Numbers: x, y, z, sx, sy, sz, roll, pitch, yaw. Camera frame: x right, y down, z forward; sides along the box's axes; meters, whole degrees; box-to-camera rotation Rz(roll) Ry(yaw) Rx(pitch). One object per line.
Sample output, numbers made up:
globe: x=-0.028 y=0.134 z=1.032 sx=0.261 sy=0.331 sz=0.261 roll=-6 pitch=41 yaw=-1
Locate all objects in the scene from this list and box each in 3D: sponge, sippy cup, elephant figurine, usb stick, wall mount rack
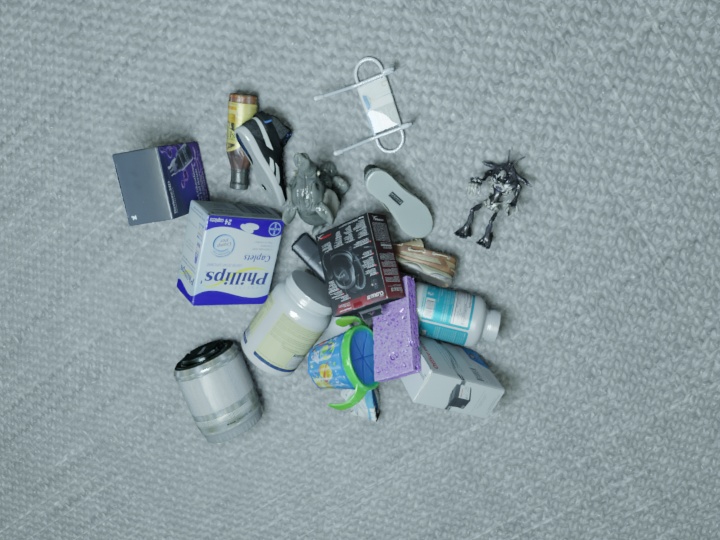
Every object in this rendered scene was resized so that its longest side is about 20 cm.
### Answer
sponge: x=0.072 y=0.123 z=1.289 sx=0.111 sy=0.030 sz=0.203 roll=-24 pitch=60 yaw=42
sippy cup: x=-0.039 y=0.195 z=1.312 sx=0.129 sy=0.178 sz=0.141 roll=-17 pitch=108 yaw=30
elephant figurine: x=-0.106 y=-0.150 z=1.269 sx=0.141 sy=0.200 sz=0.156 roll=-36 pitch=97 yaw=16
usb stick: x=-0.073 y=0.000 z=1.378 sx=0.200 sy=0.055 sz=0.033 roll=46 pitch=149 yaw=0
wall mount rack: x=0.009 y=-0.328 z=1.268 sx=0.172 sy=0.075 sz=0.202 roll=-18 pitch=101 yaw=13

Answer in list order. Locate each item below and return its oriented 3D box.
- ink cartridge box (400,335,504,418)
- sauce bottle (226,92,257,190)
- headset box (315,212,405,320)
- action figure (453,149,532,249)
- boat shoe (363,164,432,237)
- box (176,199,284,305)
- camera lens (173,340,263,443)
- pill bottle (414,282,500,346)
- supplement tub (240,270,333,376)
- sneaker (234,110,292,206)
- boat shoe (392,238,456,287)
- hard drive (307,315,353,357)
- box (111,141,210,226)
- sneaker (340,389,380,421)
ink cartridge box: x=0.183 y=0.223 z=1.314 sx=0.198 sy=0.145 sz=0.084 roll=18 pitch=111 yaw=-27
sauce bottle: x=-0.257 y=-0.276 z=1.329 sx=0.065 sy=0.066 sz=0.203 roll=7 pitch=104 yaw=7
headset box: x=0.000 y=0.000 z=1.291 sx=0.148 sy=0.077 sz=0.203 roll=-21 pitch=78 yaw=34
action figure: x=0.273 y=-0.146 z=1.263 sx=0.118 sy=0.102 sz=0.202 roll=27 pitch=109 yaw=13
boat shoe: x=0.081 y=-0.151 z=1.306 sx=0.071 sy=0.064 sz=0.200 roll=-40 pitch=119 yaw=11
box: x=-0.280 y=-0.035 z=1.328 sx=0.182 sy=0.105 sz=0.203 roll=1 pitch=112 yaw=-38
camera lens: x=-0.332 y=0.277 z=1.443 sx=0.158 sy=0.160 sz=0.202 roll=-18 pitch=102 yaw=13
pill bottle: x=0.198 y=0.099 z=1.335 sx=0.197 sy=0.111 sz=0.112 roll=14 pitch=107 yaw=5
supplement tub: x=-0.155 y=0.115 z=1.352 sx=0.144 sy=0.145 sz=0.201 roll=37 pitch=107 yaw=-2
sneaker: x=-0.179 y=-0.244 z=1.324 sx=0.073 sy=0.112 sz=0.201 roll=23 pitch=147 yaw=44
boat shoe: x=0.116 y=-0.031 z=1.341 sx=0.198 sy=0.076 sz=0.073 roll=24 pitch=78 yaw=11
hard drive: x=-0.082 y=0.152 z=1.439 sx=0.132 sy=0.025 sz=0.200 roll=-40 pitch=96 yaw=16
box: x=-0.415 y=-0.188 z=1.308 sx=0.103 sy=0.200 sz=0.150 roll=-7 pitch=104 yaw=11
sneaker: x=-0.007 y=0.265 z=1.420 sx=0.085 sy=0.075 sz=0.203 roll=0 pitch=116 yaw=12
